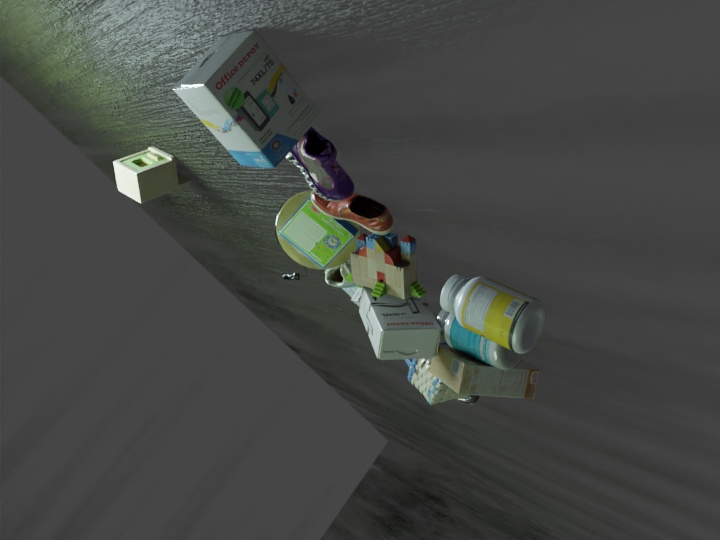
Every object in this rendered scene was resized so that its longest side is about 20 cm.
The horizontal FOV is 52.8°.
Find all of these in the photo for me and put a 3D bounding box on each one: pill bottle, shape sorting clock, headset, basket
[{"bbox_3d":[0.263,0.139,1.616,0.199,0.111,0.111,20,156,45],"label":"pill bottle"},{"bbox_3d":[-0.098,-0.094,1.690,0.198,0.039,0.201,5,122,8],"label":"shape sorting clock"},{"bbox_3d":[-0.159,-0.076,1.785,0.123,0.202,0.094,6,173,-40],"label":"headset"},{"bbox_3d":[0.263,0.079,1.456,0.199,0.112,0.112,25,159,38],"label":"pill bottle"},{"bbox_3d":[0.196,0.226,1.821,0.200,0.175,0.140,52,141,42],"label":"basket"}]

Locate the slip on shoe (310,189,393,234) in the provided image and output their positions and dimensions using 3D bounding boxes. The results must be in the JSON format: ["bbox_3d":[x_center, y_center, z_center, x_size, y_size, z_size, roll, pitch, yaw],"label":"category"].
[{"bbox_3d":[-0.019,-0.140,1.545,0.199,0.074,0.061,25,153,23],"label":"slip on shoe"}]

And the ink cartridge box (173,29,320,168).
[{"bbox_3d":[-0.210,-0.314,1.344,0.146,0.147,0.200,16,153,53],"label":"ink cartridge box"}]

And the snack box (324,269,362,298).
[{"bbox_3d":[0.019,0.039,1.933,0.169,0.068,0.200,43,164,-23],"label":"snack box"}]

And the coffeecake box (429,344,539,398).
[{"bbox_3d":[0.283,0.231,1.666,0.199,0.074,0.153,7,-172,-22],"label":"coffeecake box"}]

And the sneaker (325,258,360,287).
[{"bbox_3d":[0.000,0.000,1.743,0.199,0.080,0.077,-26,74,43],"label":"sneaker"}]

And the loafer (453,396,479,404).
[{"bbox_3d":[0.306,0.364,2.212,0.071,0.073,0.200,34,172,-25],"label":"loafer"}]

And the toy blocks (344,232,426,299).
[{"bbox_3d":[0.050,-0.025,1.615,0.199,0.100,0.138,17,123,36],"label":"toy blocks"}]

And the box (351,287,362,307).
[{"bbox_3d":[0.062,0.117,1.877,0.200,0.042,0.039,39,164,-24],"label":"box"}]

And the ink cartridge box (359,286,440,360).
[{"bbox_3d":[0.090,0.117,1.708,0.200,0.145,0.085,-115,28,-57],"label":"ink cartridge box"}]

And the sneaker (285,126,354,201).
[{"bbox_3d":[-0.075,-0.218,1.458,0.088,0.081,0.200,-12,134,45],"label":"sneaker"}]

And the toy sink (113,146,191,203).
[{"bbox_3d":[-0.654,-0.314,2.293,0.130,0.199,0.113,28,131,34],"label":"toy sink"}]
